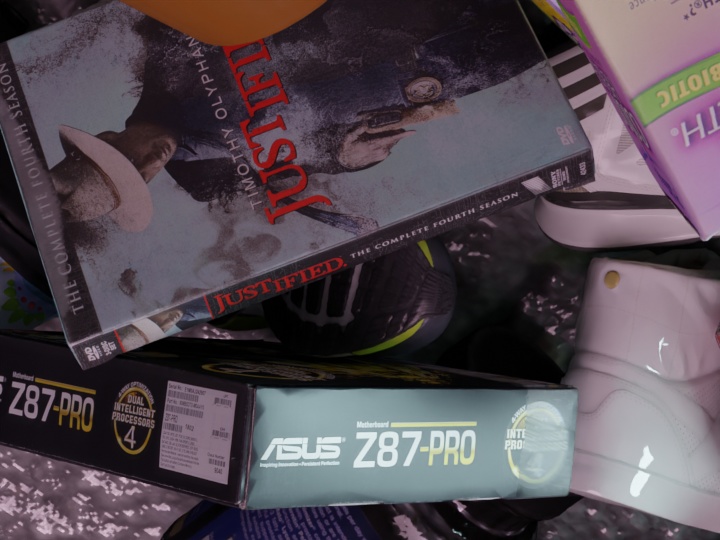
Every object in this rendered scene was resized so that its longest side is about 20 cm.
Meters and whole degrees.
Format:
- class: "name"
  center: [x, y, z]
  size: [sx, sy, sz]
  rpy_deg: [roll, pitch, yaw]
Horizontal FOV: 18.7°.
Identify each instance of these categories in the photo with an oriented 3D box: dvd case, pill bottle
- class: "dvd case"
  center: [-0.031, -0.059, 0.815]
  size: [0.199, 0.146, 0.022]
  rpy_deg: [-21, 148, -2]
- class: "pill bottle"
  center: [0.007, 0.113, 0.981]
  size: [0.112, 0.112, 0.200]
  rpy_deg: [41, 121, -19]

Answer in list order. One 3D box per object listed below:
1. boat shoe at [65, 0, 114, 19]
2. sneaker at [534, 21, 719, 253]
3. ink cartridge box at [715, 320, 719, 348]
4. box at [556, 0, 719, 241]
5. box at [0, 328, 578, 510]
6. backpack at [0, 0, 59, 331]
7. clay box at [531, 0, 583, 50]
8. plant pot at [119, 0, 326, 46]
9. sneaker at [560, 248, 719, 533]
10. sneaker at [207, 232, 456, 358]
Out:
- class: "boat shoe"
  center: [-0.025, -0.081, 0.883]
  size: [0.199, 0.069, 0.071]
  rpy_deg: [17, 151, 19]
- class: "sneaker"
  center: [0.155, -0.072, 0.852]
  size: [0.200, 0.076, 0.116]
  rpy_deg: [-6, 125, 16]
- class: "ink cartridge box"
  center: [0.252, 0.071, 0.883]
  size: [0.146, 0.083, 0.200]
  rpy_deg: [-10, 121, 34]
- class: "box"
  center: [0.136, -0.144, 0.716]
  size: [0.176, 0.097, 0.200]
  rpy_deg: [-30, 100, 5]
- class: "box"
  center: [-0.041, 0.055, 0.847]
  size: [0.161, 0.200, 0.049]
  rpy_deg: [6, 90, -40]
- class: "backpack"
  center: [-0.214, -0.013, 0.924]
  size: [0.200, 0.154, 0.163]
  rpy_deg: [-15, 129, 33]
- class: "clay box"
  center: [0.127, -0.117, 0.800]
  size: [0.200, 0.048, 0.115]
  rpy_deg: [44, 94, -4]
- class: "plant pot"
  center: [-0.079, -0.180, 0.758]
  size: [0.200, 0.201, 0.183]
  rpy_deg: [-30, 131, 26]
- class: "sneaker"
  center: [0.149, 0.052, 0.930]
  size: [0.073, 0.116, 0.200]
  rpy_deg: [10, 173, 34]
- class: "sneaker"
  center: [0.000, 0.000, 0.884]
  size: [0.081, 0.200, 0.074]
  rpy_deg: [10, 92, -21]
